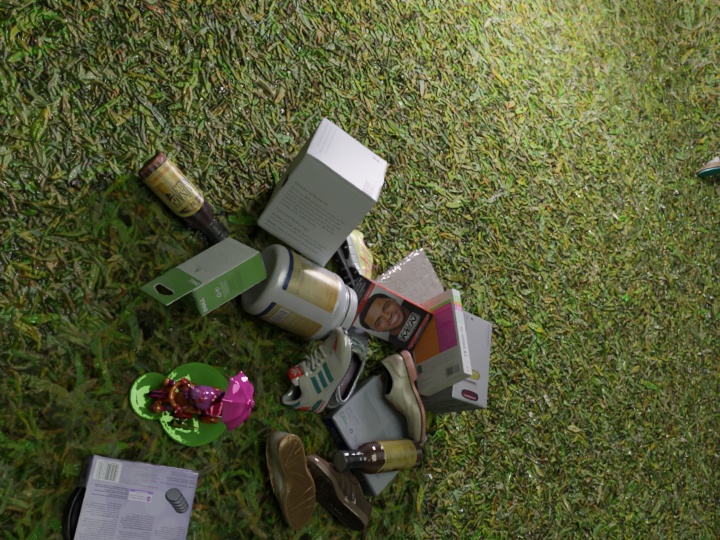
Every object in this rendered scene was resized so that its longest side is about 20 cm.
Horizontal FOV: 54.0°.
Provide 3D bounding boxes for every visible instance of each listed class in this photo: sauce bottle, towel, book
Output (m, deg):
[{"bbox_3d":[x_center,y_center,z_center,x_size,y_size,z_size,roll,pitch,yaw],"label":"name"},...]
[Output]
[{"bbox_3d":[-0.326,-0.130,1.326,0.200,0.066,0.066,46,54,-22],"label":"sauce bottle"},{"bbox_3d":[0.109,0.045,1.654,0.200,0.034,0.133,-34,99,-38],"label":"towel"},{"bbox_3d":[0.172,0.155,1.536,0.048,0.133,0.201,22,50,-34],"label":"book"},{"bbox_3d":[0.036,0.377,1.428,0.199,0.065,0.065,6,74,-37],"label":"sauce bottle"}]

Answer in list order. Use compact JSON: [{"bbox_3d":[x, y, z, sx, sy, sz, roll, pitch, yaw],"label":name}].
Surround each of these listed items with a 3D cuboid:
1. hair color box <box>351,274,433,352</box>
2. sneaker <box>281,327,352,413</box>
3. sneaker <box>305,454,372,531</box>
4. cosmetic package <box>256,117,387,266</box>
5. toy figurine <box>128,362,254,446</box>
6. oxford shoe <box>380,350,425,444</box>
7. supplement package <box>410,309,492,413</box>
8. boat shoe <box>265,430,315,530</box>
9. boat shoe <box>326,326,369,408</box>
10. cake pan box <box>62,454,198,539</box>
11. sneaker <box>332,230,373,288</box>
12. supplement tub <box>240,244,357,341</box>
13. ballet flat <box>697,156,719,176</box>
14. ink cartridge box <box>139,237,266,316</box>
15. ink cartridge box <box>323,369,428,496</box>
[{"bbox_3d":[0.057,0.094,1.507,0.199,0.061,0.102,27,94,-41],"label":"hair color box"},{"bbox_3d":[-0.088,0.194,1.370,0.093,0.201,0.070,12,29,-30],"label":"sneaker"},{"bbox_3d":[-0.048,0.429,1.411,0.201,0.070,0.076,56,32,-17],"label":"sneaker"},{"bbox_3d":[-0.074,-0.155,1.405,0.164,0.200,0.165,33,34,-13],"label":"cosmetic package"},{"bbox_3d":[-0.266,0.216,1.201,0.199,0.184,0.151,20,66,-33],"label":"toy figurine"},{"bbox_3d":[0.089,0.277,1.512,0.073,0.071,0.202,-12,85,-17],"label":"oxford shoe"},{"bbox_3d":[0.201,0.210,1.602,0.110,0.155,0.202,23,64,-33],"label":"supplement package"},{"bbox_3d":[-0.136,0.391,1.334,0.073,0.069,0.202,-18,110,-37],"label":"boat shoe"},{"bbox_3d":[-0.023,0.196,1.482,0.074,0.065,0.203,44,52,-22],"label":"boat shoe"},{"bbox_3d":[-0.376,0.407,1.147,0.199,0.052,0.186,20,64,-34],"label":"cake pan box"},{"bbox_3d":[0.000,0.000,1.551,0.090,0.078,0.202,-10,86,-47],"label":"sneaker"},{"bbox_3d":[-0.119,0.052,1.393,0.199,0.144,0.145,29,61,-30],"label":"supplement tub"},{"bbox_3d":[1.423,-0.416,2.768,0.071,0.198,0.066,50,36,-66],"label":"ballet flat"},{"bbox_3d":[-0.282,0.021,1.278,0.199,0.103,0.060,-33,129,-31],"label":"ink cartridge box"},{"bbox_3d":[0.037,0.338,1.509,0.200,0.040,0.201,-35,101,-41],"label":"ink cartridge box"}]
